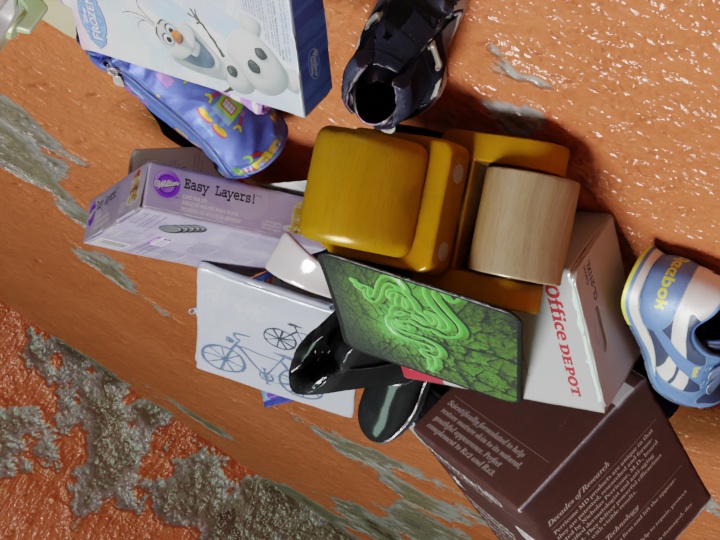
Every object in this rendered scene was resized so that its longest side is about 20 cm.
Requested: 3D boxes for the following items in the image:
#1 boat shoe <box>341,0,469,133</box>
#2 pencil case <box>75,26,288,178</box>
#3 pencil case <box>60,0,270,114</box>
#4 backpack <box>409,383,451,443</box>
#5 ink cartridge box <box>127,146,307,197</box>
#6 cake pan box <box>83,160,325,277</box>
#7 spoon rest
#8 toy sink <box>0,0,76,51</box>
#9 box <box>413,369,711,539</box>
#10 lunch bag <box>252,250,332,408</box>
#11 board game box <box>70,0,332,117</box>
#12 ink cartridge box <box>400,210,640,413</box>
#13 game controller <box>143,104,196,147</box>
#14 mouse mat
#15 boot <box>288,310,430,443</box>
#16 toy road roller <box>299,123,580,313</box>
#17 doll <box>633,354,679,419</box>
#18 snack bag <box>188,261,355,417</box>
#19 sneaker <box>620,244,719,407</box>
[{"bbox_3d":[0.017,-0.132,0.907,0.074,0.093,0.200,29,162,5],"label":"boat shoe"},{"bbox_3d":[-0.149,-0.158,1.123,0.078,0.087,0.200,-3,146,43],"label":"pencil case"},{"bbox_3d":[-0.135,-0.200,1.002,0.200,0.086,0.084,30,-160,1],"label":"pencil case"},{"bbox_3d":[0.115,0.142,1.412,0.200,0.167,0.127,31,164,26],"label":"backpack"},{"bbox_3d":[-0.102,-0.080,1.281,0.199,0.047,0.160,-1,166,24],"label":"ink cartridge box"},{"bbox_3d":[-0.152,-0.043,1.249,0.184,0.053,0.200,14,165,-24],"label":"cake pan box"},{"bbox_3d":[0.000,0.000,1.204,0.061,0.100,0.200,43,-156,29],"label":"spoon rest"},{"bbox_3d":[-0.359,-0.249,1.168,0.200,0.112,0.130,32,163,-5],"label":"toy sink"},{"bbox_3d":[0.190,0.181,1.219,0.166,0.164,0.200,33,164,51],"label":"box"},{"bbox_3d":[-0.049,0.062,1.462,0.094,0.151,0.200,-10,173,-28],"label":"lunch bag"},{"bbox_3d":[-0.119,-0.217,0.861,0.198,0.043,0.201,20,138,24],"label":"board game box"},{"bbox_3d":[0.119,0.026,1.084,0.199,0.083,0.146,7,129,36],"label":"ink cartridge box"},{"bbox_3d":[-0.188,-0.173,1.241,0.104,0.042,0.200,37,168,34],"label":"game controller"},{"bbox_3d":[0.051,0.050,1.022,0.160,0.008,0.200,18,158,15],"label":"mouse mat"},{"bbox_3d":[0.001,0.107,1.266,0.066,0.165,0.200,37,-161,25],"label":"boot"},{"bbox_3d":[0.046,-0.047,0.960,0.199,0.123,0.146,12,-177,36],"label":"toy road roller"},{"bbox_3d":[0.257,0.087,1.196,0.136,0.049,0.200,30,163,18],"label":"doll"},{"bbox_3d":[-0.088,0.071,1.355,0.188,0.021,0.200,18,143,8],"label":"snack bag"},{"bbox_3d":[0.275,0.058,1.051,0.082,0.074,0.200,14,158,37],"label":"sneaker"}]
